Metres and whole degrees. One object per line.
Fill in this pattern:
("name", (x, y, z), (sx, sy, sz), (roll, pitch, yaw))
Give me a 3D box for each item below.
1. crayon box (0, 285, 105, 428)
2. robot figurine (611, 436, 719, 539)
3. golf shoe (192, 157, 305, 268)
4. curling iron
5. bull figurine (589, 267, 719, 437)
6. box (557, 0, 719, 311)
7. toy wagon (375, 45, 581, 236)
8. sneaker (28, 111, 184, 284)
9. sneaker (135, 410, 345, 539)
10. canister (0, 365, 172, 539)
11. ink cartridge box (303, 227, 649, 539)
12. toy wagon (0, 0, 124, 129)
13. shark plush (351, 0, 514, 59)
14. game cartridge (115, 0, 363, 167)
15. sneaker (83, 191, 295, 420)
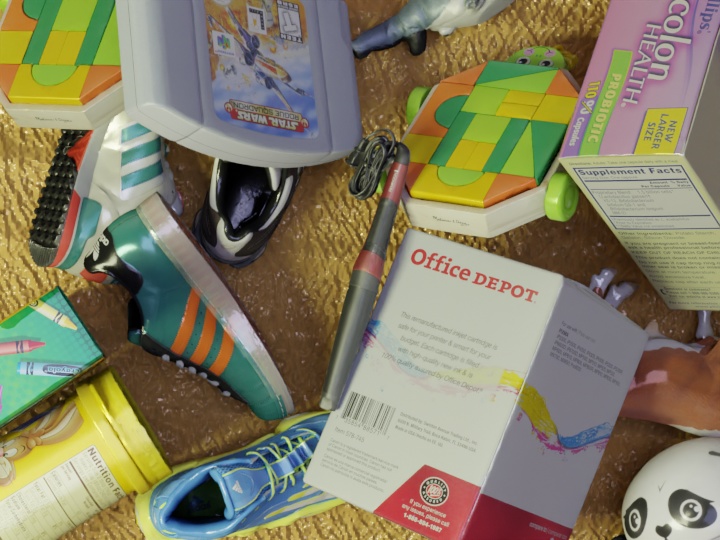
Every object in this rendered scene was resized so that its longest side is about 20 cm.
("crayon box", (-0.238, 0.069, 1.290), (0.119, 0.200, 0.058), (-34, 92, -8))
("robot figurine", (0.273, 0.221, 1.397), (0.150, 0.125, 0.200), (-28, 101, -4))
("golf shoe", (-0.063, -0.100, 1.376), (0.078, 0.094, 0.201), (16, 85, -7))
("curling iron", (0.000, 0.000, 1.325), (0.026, 0.050, 0.201), (12, 87, -41))
("bull figurine", (0.242, 0.073, 1.434), (0.199, 0.065, 0.122), (11, 80, -14))
("box", (0.245, -0.095, 1.346), (0.200, 0.096, 0.176), (47, 54, -44))
("toy wagon", (0.102, -0.105, 1.375), (0.155, 0.040, 0.200), (10, 51, 28))
("sneaker", (-0.168, -0.083, 1.382), (0.093, 0.070, 0.200), (24, 79, -30))
("sneaker", (-0.064, 0.155, 1.363), (0.199, 0.105, 0.076), (-22, 92, -8))
("canister", (-0.238, 0.155, 1.316), (0.200, 0.149, 0.087), (-32, 94, -6))
("ink cartridge box", (0.085, 0.095, 1.342), (0.145, 0.145, 0.201), (28, 84, -51))
("toy wagon", (-0.192, -0.190, 1.346), (0.155, 0.040, 0.201), (4, 62, 22))
("shark plush", (0.078, -0.226, 1.435), (0.200, 0.091, 0.083), (-41, 75, 13))
("game cartridge", (-0.079, -0.140, 1.308), (0.200, 0.041, 0.134), (7, 65, -43))
("sneaker", (-0.123, 0.040, 1.362), (0.080, 0.071, 0.200), (-34, 114, 0))
